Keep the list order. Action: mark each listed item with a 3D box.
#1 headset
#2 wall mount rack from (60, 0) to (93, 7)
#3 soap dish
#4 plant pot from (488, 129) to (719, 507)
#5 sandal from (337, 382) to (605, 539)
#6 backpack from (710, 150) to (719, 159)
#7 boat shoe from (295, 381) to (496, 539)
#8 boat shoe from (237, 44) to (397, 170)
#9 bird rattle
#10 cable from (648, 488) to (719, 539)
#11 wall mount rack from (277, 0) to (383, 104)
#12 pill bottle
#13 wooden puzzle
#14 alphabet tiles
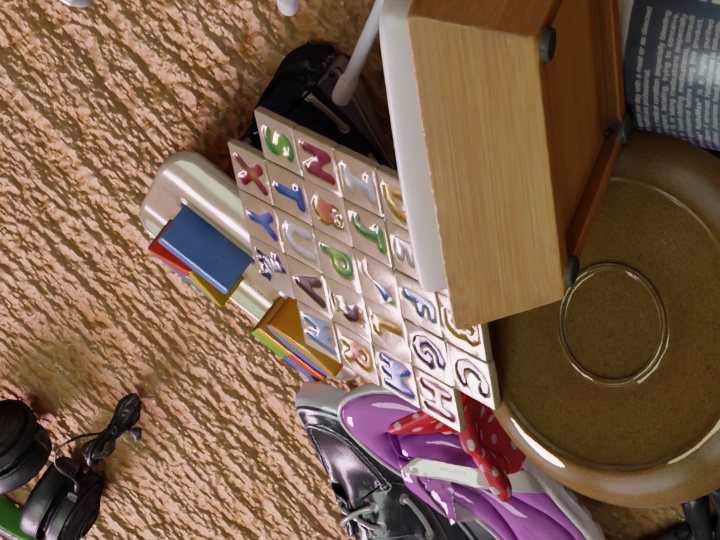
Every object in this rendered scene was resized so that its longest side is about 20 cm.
[{"bbox_3d":[-0.228,0.139,1.779,0.124,0.094,0.200,45,148,-15],"label":"headset"},{"bbox_3d":[-0.197,-0.254,1.440,0.173,0.075,0.200,38,132,-3],"label":"wall mount rack"},{"bbox_3d":[0.076,-0.093,1.204,0.081,0.158,0.201,8,136,19],"label":"soap dish"},{"bbox_3d":[0.137,0.027,1.297,0.199,0.027,0.202,3,95,32],"label":"plant pot"},{"bbox_3d":[0.073,0.136,1.530,0.202,0.050,0.082,34,132,-15],"label":"sandal"},{"bbox_3d":[0.239,0.037,1.390,0.199,0.168,0.127,21,142,-1],"label":"backpack"},{"bbox_3d":[0.016,0.151,1.606,0.071,0.068,0.200,6,146,45],"label":"boat shoe"},{"bbox_3d":[-0.008,-0.031,1.498,0.074,0.093,0.201,-17,115,37],"label":"boat shoe"},{"bbox_3d":[0.100,0.023,1.433,0.112,0.163,0.201,17,125,44],"label":"bird rattle"},{"bbox_3d":[0.165,0.150,1.581,0.162,0.051,0.201,25,137,-1],"label":"cable"},{"bbox_3d":[-0.042,-0.181,1.373,0.200,0.074,0.174,49,-179,18],"label":"wall mount rack"},{"bbox_3d":[0.184,-0.125,1.303,0.199,0.120,0.120,13,130,18],"label":"pill bottle"},{"bbox_3d":[-0.064,0.011,1.533,0.185,0.046,0.200,39,167,-3],"label":"wooden puzzle"},{"bbox_3d":[0.000,0.000,1.360,0.199,0.006,0.167,28,140,40],"label":"alphabet tiles"}]
